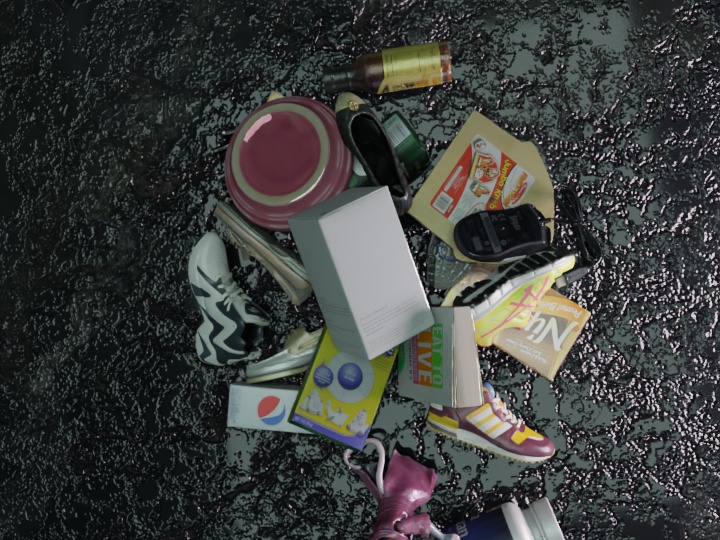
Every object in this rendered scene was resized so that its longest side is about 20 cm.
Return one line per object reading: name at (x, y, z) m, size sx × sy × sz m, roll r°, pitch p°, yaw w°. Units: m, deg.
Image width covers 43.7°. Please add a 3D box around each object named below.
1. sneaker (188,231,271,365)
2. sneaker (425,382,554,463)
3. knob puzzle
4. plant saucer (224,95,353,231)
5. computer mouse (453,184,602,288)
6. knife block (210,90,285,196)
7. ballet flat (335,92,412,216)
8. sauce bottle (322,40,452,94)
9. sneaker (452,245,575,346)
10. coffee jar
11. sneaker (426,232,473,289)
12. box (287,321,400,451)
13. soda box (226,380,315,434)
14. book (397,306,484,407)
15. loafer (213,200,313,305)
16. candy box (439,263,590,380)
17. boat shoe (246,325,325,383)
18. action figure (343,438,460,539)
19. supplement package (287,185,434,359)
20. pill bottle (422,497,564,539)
sneaker at (-0.187, 0.044, 1.350) m, size 0.127 × 0.079 × 0.204 m, roll 0°, pitch 90°, yaw 32°
sneaker at (0.199, 0.219, 1.336) m, size 0.196 × 0.075 × 0.092 m, roll 16°, pitch 96°, yaw 4°
knob puzzle at (0.190, -0.098, 1.287) m, size 0.215 × 0.030 × 0.225 m, roll 0°, pitch 87°, yaw -7°
plant saucer at (-0.109, -0.160, 1.297) m, size 0.196 × 0.051 × 0.205 m, roll -3°, pitch 76°, yaw 14°
computer mouse at (0.231, -0.028, 1.238) m, size 0.196 × 0.046 × 0.142 m, roll -18°, pitch 66°, yaw -13°
knife block at (-0.125, -0.172, 1.379) m, size 0.197 × 0.064 × 0.178 m, roll 25°, pitch 92°, yaw 5°
ballet flat at (0.023, -0.169, 1.256) m, size 0.065 × 0.057 × 0.203 m, roll -22°, pitch 73°, yaw -18°
sauce bottle at (0.041, -0.304, 1.367) m, size 0.195 × 0.066 × 0.068 m, roll -7°, pitch 88°, yaw 7°
sneaker at (0.227, 0.037, 1.290) m, size 0.198 × 0.078 × 0.091 m, roll -30°, pitch 112°, yaw -9°
coffee jar at (0.004, -0.143, 1.346) m, size 0.199 × 0.104 × 0.086 m, roll -37°, pitch 77°, yaw 4°
sneaker at (0.143, -0.068, 1.340) m, size 0.073 × 0.087 × 0.204 m, roll 19°, pitch 84°, yaw -9°
box at (-0.017, 0.146, 1.308) m, size 0.115 × 0.048 × 0.203 m, roll 23°, pitch 72°, yaw -8°
soda box at (-0.100, 0.210, 1.367) m, size 0.195 × 0.068 × 0.065 m, roll 5°, pitch 89°, yaw 6°
book at (0.106, 0.119, 1.289) m, size 0.047 × 0.199 × 0.137 m, roll -2°, pitch 88°, yaw -20°
loafer at (-0.153, -0.025, 1.379) m, size 0.199 × 0.072 × 0.063 m, roll 38°, pitch 99°, yaw 2°
candy box at (0.228, 0.061, 1.345) m, size 0.198 × 0.055 × 0.117 m, roll 32°, pitch 90°, yaw 5°
boat shoe at (-0.085, 0.119, 1.369) m, size 0.196 × 0.075 × 0.070 m, roll -17°, pitch 86°, yaw -6°
action figure at (0.053, 0.343, 1.284) m, size 0.133 × 0.201 × 0.150 m, roll -32°, pitch 110°, yaw 22°
supplement package at (0.000, 0.000, 1.230) m, size 0.116 × 0.116 × 0.203 m, roll -26°, pitch 104°, yaw -22°
pill bottle at (0.198, 0.409, 1.315) m, size 0.197 × 0.111 × 0.113 m, roll -24°, pitch 87°, yaw 4°
